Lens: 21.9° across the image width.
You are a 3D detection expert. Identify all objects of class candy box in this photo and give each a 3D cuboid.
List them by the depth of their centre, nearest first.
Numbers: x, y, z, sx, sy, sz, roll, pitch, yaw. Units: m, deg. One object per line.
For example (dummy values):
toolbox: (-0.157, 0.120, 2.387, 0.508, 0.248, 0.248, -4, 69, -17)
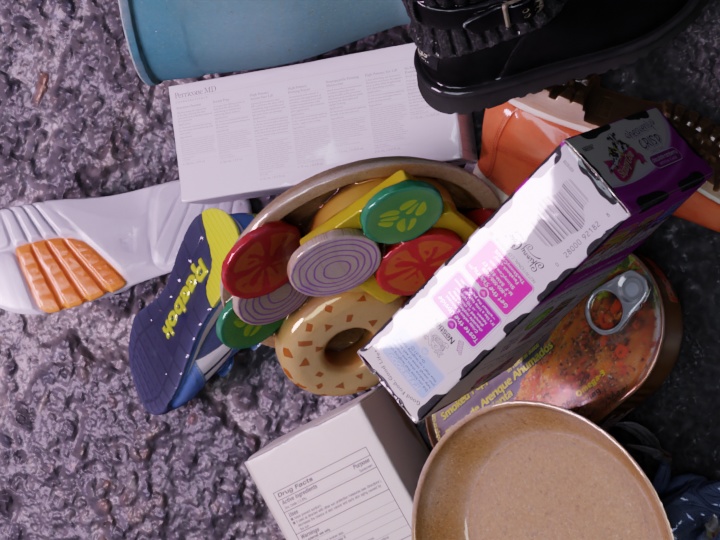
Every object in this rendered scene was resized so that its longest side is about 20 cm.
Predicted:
candy box: (0.106, -0.005, 1.126, 0.061, 0.136, 0.200, 49, 121, 11)

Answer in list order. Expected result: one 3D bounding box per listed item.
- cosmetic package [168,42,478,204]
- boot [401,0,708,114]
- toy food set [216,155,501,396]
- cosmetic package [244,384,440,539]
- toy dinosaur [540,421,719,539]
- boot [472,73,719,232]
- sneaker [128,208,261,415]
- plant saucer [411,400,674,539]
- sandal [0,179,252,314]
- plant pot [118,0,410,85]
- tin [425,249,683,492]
cosmetic package: (-0.025, -0.099, 1.258, 0.200, 0.051, 0.083, -7, 88, 18)
boot: (0.117, -0.187, 1.111, 0.211, 0.158, 0.079, -26, 54, -10)
toy food set: (0.000, 0.000, 1.211, 0.200, 0.198, 0.049, -34, 53, 20)
cosmetic package: (0.017, 0.190, 1.294, 0.105, 0.071, 0.200, -27, 90, 22)
toy dinosaur: (0.206, 0.156, 1.238, 0.181, 0.200, 0.105, -21, 61, -4)
boot: (0.168, -0.058, 1.205, 0.200, 0.075, 0.107, 26, 122, 11)
sneaker: (-0.100, 0.034, 1.304, 0.200, 0.082, 0.074, -52, 56, 42)
plant saucer: (0.122, 0.178, 1.183, 0.200, 0.035, 0.200, 7, 101, 38)
sandal: (-0.177, -0.016, 1.335, 0.206, 0.059, 0.079, -11, 86, 0)
plant pot: (-0.048, -0.222, 1.188, 0.188, 0.200, 0.200, -2, 100, 4)
tin: (0.126, 0.063, 1.230, 0.200, 0.042, 0.112, -44, 66, 26)
